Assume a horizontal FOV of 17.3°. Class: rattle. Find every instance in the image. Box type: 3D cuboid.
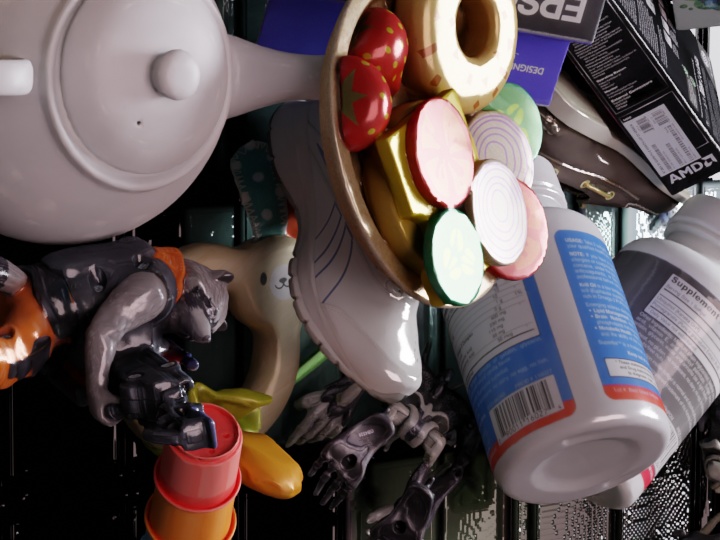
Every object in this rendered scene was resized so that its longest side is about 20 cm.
[{"bbox_3d":[-0.050,0.020,1.351,0.130,0.143,0.200,43,72,-15],"label":"rattle"}]

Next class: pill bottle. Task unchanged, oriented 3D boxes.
[{"bbox_3d":[0.110,0.032,1.455,0.112,0.112,0.201,13,51,-41],"label":"pill bottle"},{"bbox_3d":[0.191,0.049,1.560,0.200,0.111,0.111,-49,123,-17],"label":"pill bottle"}]

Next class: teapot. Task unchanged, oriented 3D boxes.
[{"bbox_3d":[-0.142,-0.103,1.249,0.200,0.146,0.198,-53,124,-23],"label":"teapot"}]

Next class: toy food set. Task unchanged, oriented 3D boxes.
[{"bbox_3d":[0.046,-0.075,1.322,0.200,0.048,0.199,-41,116,-53],"label":"toy food set"}]

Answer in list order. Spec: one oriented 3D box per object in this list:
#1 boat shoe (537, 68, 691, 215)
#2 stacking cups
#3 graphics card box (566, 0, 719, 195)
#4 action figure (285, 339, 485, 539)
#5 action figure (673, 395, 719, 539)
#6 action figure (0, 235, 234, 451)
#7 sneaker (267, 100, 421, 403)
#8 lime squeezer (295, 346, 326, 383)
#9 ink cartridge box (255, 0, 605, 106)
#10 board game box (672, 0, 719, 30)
[{"bbox_3d":[0.151,-0.076,1.563,0.059,0.072,0.200,-41,145,17],"label":"boat shoe"},{"bbox_3d":[-0.099,0.146,1.298,0.060,0.060,0.200,-35,150,-33],"label":"stacking cups"},{"bbox_3d":[0.168,-0.159,1.537,0.200,0.051,0.126,47,25,-33],"label":"graphics card box"},{"bbox_3d":[0.015,0.106,1.436,0.119,0.102,0.200,48,19,-4],"label":"action figure"},{"bbox_3d":[0.279,0.124,1.650,0.102,0.119,0.201,10,93,-4],"label":"action figure"},{"bbox_3d":[-0.146,0.027,1.223,0.193,0.200,0.105,-7,107,-33],"label":"action figure"},{"bbox_3d":[0.005,-0.022,1.355,0.074,0.087,0.201,19,52,-55],"label":"sneaker"},{"bbox_3d":[0.000,0.000,1.454,0.071,0.038,0.201,29,76,-39],"label":"lime squeezer"},{"bbox_3d":[0.054,-0.195,1.386,0.197,0.043,0.201,7,114,-17],"label":"ink cartridge box"},{"bbox_3d":[0.243,-0.275,1.586,0.148,0.064,0.201,-42,124,-63],"label":"board game box"}]
